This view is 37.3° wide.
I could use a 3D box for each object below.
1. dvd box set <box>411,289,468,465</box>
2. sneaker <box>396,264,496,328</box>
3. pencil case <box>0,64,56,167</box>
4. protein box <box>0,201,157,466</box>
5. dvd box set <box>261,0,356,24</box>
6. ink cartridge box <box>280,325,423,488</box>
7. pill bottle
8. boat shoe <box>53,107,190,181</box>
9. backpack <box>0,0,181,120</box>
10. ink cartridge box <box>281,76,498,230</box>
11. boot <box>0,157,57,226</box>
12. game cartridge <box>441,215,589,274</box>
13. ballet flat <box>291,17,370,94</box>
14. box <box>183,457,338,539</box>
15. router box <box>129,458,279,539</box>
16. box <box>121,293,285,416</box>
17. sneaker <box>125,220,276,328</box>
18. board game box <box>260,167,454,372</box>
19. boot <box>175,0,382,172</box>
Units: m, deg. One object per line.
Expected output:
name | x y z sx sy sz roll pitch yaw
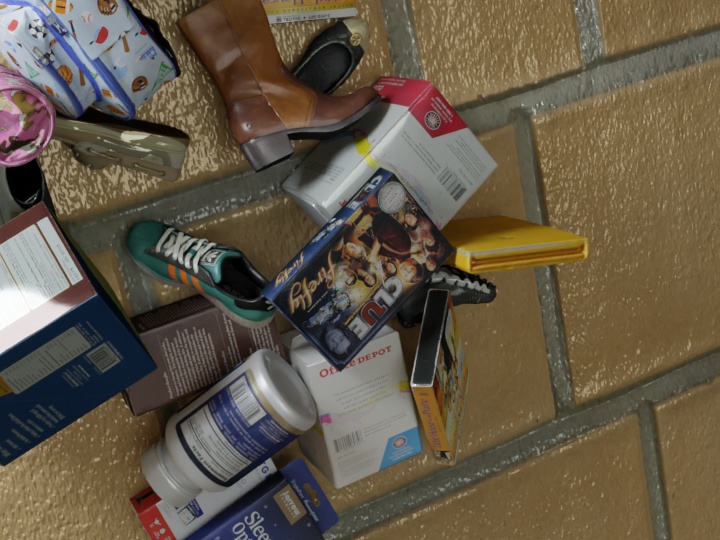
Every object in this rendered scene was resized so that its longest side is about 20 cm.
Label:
dvd box set | 0.106 0.142 1.384 0.200 0.029 0.147 72 25 -49
sneaker | 0.087 0.035 1.428 0.199 0.066 0.091 9 104 -25
pencil case | -0.380 -0.168 1.086 0.086 0.200 0.083 6 106 -36
protein box | -0.356 0.073 1.127 0.200 0.135 0.199 -33 153 -8
dvd box set | -0.081 -0.396 1.262 0.146 0.029 0.201 -10 106 -23
ink cartridge box | -0.018 0.148 1.368 0.128 0.125 0.201 -19 110 -20
pill bottle | -0.160 0.192 1.268 0.200 0.111 0.111 -37 117 12
boat shoe | -0.295 -0.143 1.202 0.199 0.072 0.065 9 111 -22
backpack | -0.290 -0.244 1.119 0.154 0.200 0.190 -49 124 -5
ink cartridge box | 0.033 -0.116 1.318 0.200 0.145 0.145 -47 118 -8
boot | -0.357 -0.047 1.157 0.077 0.138 0.201 -24 112 -18
game cartridge | 0.164 -0.036 1.367 0.176 0.200 0.033 -6 102 -23
ballet flat | -0.055 -0.230 1.299 0.200 0.057 0.066 -47 117 -8
box | -0.126 0.342 1.363 0.200 0.032 0.121 -35 114 -15
router box | -0.173 0.332 1.384 0.179 0.049 0.201 -32 113 -15
box | -0.202 0.090 1.300 0.199 0.075 0.101 -20 110 -21
sneaker | -0.181 -0.010 1.241 0.199 0.080 0.072 29 60 2
board game box | 0.000 0.000 1.229 0.200 0.035 0.136 -47 121 -8
boot | -0.091 -0.239 1.244 0.188 0.068 0.201 -26 92 -12
